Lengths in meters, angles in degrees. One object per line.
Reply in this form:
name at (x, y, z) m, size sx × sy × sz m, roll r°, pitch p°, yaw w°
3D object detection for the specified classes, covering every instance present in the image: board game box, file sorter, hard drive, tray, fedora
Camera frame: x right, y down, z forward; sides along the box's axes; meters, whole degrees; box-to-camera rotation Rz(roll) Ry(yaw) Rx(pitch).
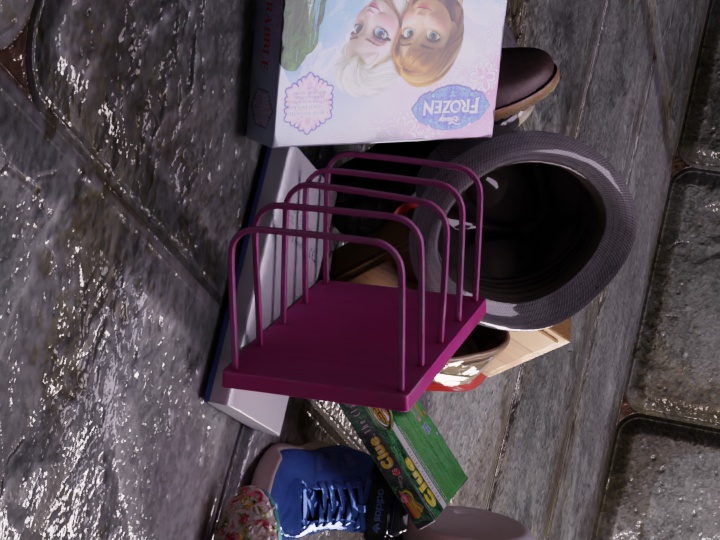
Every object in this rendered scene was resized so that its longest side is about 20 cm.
board game box at (0.018, -0.193, 1.330) m, size 0.199 × 0.041 × 0.200 m, roll -6°, pitch 109°, yaw -32°
file sorter at (0.000, 0.000, 1.327) m, size 0.200 × 0.138 × 0.126 m, roll -44°, pitch 137°, yaw -63°
hard drive at (-0.066, 0.016, 1.394) m, size 0.132 × 0.025 × 0.201 m, roll 46°, pitch 56°, yaw -69°
tray at (0.080, 0.024, 1.572) m, size 0.200 × 0.098 × 0.037 m, roll 32°, pitch 48°, yaw -32°
board game box at (0.017, 0.111, 1.526) m, size 0.200 × 0.023 × 0.105 m, roll 58°, pitch 21°, yaw -1°
fedora at (0.118, -0.049, 1.480) m, size 0.200 × 0.090 × 0.177 m, roll 23°, pitch 114°, yaw -35°

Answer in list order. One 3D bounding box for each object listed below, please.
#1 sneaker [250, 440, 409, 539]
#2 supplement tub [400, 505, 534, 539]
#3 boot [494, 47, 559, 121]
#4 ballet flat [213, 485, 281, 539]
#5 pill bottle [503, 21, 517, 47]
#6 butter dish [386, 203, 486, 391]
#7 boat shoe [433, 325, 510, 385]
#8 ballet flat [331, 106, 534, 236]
sneaker at (-0.016, 0.187, 1.510) m, size 0.200 × 0.111 × 0.077 m, roll -1°, pitch 101°, yaw -73°
supplement tub at (0.105, 0.367, 1.958) m, size 0.145 × 0.144 × 0.201 m, roll -20°, pitch 119°, yaw -71°
boot at (0.059, -0.197, 1.415) m, size 0.072 × 0.199 × 0.167 m, roll -112°, pitch -164°, yaw -57°
ballet flat at (-0.095, 0.264, 1.384) m, size 0.064 × 0.076 × 0.201 m, roll -9°, pitch 106°, yaw -37°
pill bottle at (0.076, -0.191, 1.591) m, size 0.200 × 0.113 × 0.114 m, roll 35°, pitch 67°, yaw -71°
butter dish at (0.091, 0.042, 1.721) m, size 0.200 × 0.147 × 0.200 m, roll 12°, pitch 88°, yaw -73°
boat shoe at (0.040, 0.052, 1.504) m, size 0.200 × 0.064 × 0.071 m, roll 4°, pitch 60°, yaw -44°
ballet flat at (0.058, -0.096, 1.514) m, size 0.057 × 0.200 × 0.067 m, roll 59°, pitch 0°, yaw -39°
